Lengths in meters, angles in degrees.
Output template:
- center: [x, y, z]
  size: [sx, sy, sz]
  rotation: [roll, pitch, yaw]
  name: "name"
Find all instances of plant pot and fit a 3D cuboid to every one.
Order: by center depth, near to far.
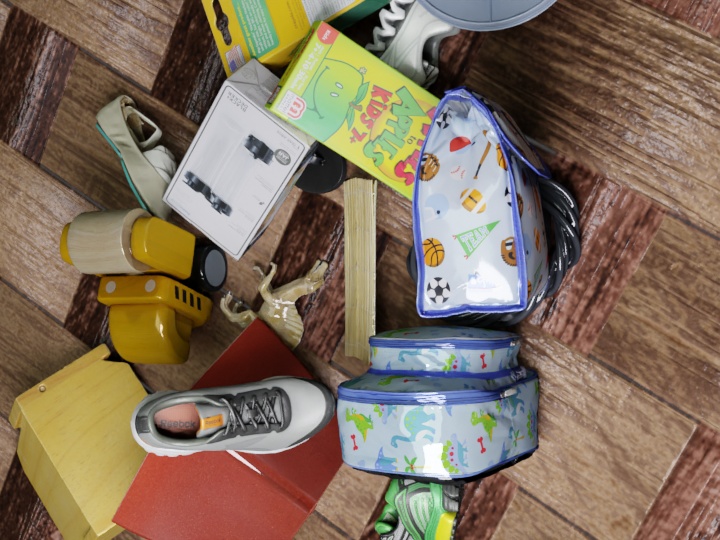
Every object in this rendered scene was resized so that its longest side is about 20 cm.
- center: [-0.123, 0.212, 1.241]
  size: [0.176, 0.200, 0.201]
  rotation: [35, 123, 4]
  name: "plant pot"

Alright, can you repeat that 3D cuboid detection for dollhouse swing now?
- center: [-0.337, 0.241, 1.450]
  size: [0.181, 0.176, 0.201]
  rotation: [-33, 76, -16]
  name: "dollhouse swing"

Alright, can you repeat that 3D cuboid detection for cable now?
- center: [0.135, -0.023, 1.177]
  size: [0.163, 0.051, 0.201]
  rotation: [41, 107, 14]
  name: "cable"

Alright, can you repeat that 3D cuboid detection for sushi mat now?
- center: [0.000, 0.000, 1.233]
  size: [0.012, 0.096, 0.202]
  rotation: [-2, 95, -17]
  name: "sushi mat"

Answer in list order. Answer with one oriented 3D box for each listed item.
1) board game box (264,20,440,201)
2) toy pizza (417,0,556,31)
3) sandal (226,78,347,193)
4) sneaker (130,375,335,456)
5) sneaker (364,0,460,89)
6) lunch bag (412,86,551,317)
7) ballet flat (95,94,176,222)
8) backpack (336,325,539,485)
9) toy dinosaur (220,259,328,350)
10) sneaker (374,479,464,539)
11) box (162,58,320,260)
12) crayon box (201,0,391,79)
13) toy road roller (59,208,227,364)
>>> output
- center: [0.014, -0.156, 1.150]
  size: [0.199, 0.048, 0.102]
  rotation: [31, 92, -16]
  name: "board game box"
- center: [0.135, -0.338, 1.143]
  size: [0.198, 0.032, 0.203]
  rotation: [-2, 83, 19]
  name: "toy pizza"
- center: [-0.093, -0.162, 1.280]
  size: [0.075, 0.045, 0.200]
  rotation: [-47, 73, 23]
  name: "sandal"
- center: [-0.119, 0.143, 1.084]
  size: [0.198, 0.079, 0.075]
  rotation: [-6, 84, -13]
  name: "sneaker"
- center: [0.033, -0.204, 1.201]
  size: [0.081, 0.075, 0.201]
  rotation: [34, 110, 11]
  name: "sneaker"
- center: [0.117, -0.067, 1.062]
  size: [0.122, 0.170, 0.202]
  rotation: [-5, 92, 15]
  name: "lunch bag"
- center: [-0.257, -0.138, 1.341]
  size: [0.070, 0.069, 0.201]
  rotation: [-51, 54, 22]
  name: "ballet flat"
- center: [0.072, 0.131, 1.133]
  size: [0.181, 0.199, 0.149]
  rotation: [-1, 94, 28]
  name: "backpack"
- center: [-0.113, 0.064, 1.304]
  size: [0.101, 0.058, 0.201]
  rotation: [35, 109, 19]
  name: "toy dinosaur"
- center: [0.058, 0.280, 1.190]
  size: [0.084, 0.078, 0.202]
  rotation: [11, 128, 9]
  name: "sneaker"
- center: [-0.128, -0.118, 1.242]
  size: [0.116, 0.060, 0.200]
  rotation: [37, 132, 1]
  name: "box"
- center: [-0.074, -0.299, 1.198]
  size: [0.199, 0.051, 0.127]
  rotation: [-23, 83, 32]
  name: "crayon box"
- center: [-0.249, 0.025, 1.295]
  size: [0.122, 0.200, 0.148]
  rotation: [-2, 71, 27]
  name: "toy road roller"
